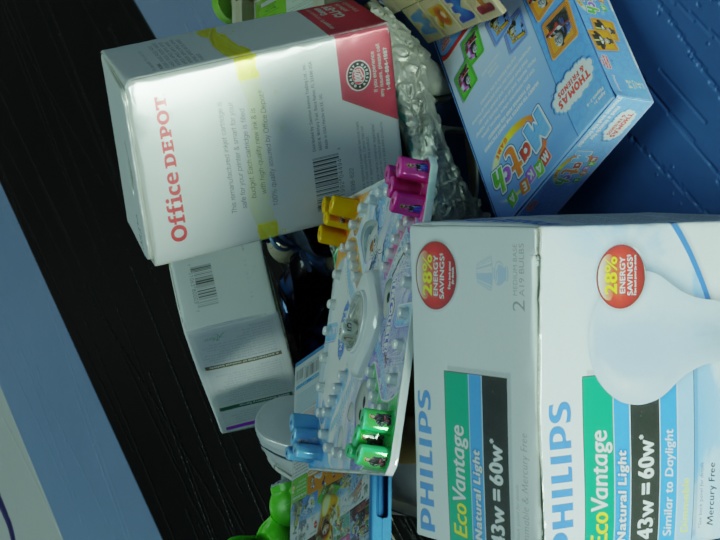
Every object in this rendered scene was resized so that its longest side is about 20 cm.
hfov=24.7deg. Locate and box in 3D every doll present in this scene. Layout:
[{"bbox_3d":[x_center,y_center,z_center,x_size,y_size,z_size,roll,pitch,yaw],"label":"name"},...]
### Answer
[{"bbox_3d":[-0.036,0.036,1.408,0.137,0.048,0.200,116,143,-45],"label":"doll"}]

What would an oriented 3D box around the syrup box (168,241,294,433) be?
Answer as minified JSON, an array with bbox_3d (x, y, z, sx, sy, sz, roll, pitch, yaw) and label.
[{"bbox_3d":[-0.103,0.058,1.397,0.200,0.081,0.079,83,173,-60],"label":"syrup box"}]

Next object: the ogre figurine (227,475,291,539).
[{"bbox_3d":[-0.047,0.255,1.402,0.120,0.098,0.200,29,126,40],"label":"ogre figurine"}]

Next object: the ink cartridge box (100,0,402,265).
[{"bbox_3d":[-0.078,-0.104,1.201,0.083,0.200,0.145,-132,32,-58],"label":"ink cartridge box"}]

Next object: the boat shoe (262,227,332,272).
[{"bbox_3d":[-0.039,-0.043,1.344,0.200,0.084,0.069,-16,67,45],"label":"boat shoe"}]

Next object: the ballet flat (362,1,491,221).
[{"bbox_3d":[0.050,-0.110,1.245,0.072,0.072,0.200,-20,85,55],"label":"ballet flat"}]

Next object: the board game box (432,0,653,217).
[{"bbox_3d":[0.120,-0.148,1.152,0.151,0.037,0.200,-52,43,44],"label":"board game box"}]

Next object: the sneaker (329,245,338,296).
[{"bbox_3d":[0.000,0.000,1.259,0.089,0.077,0.200,52,162,18],"label":"sneaker"}]

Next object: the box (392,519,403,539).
[{"bbox_3d":[0.026,0.271,1.251,0.160,0.049,0.200,56,164,41],"label":"box"}]

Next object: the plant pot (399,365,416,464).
[{"bbox_3d":[0.072,0.047,1.155,0.200,0.027,0.200,-37,27,22],"label":"plant pot"}]

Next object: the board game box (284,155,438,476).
[{"bbox_3d":[-0.004,0.034,1.096,0.200,0.026,0.200,161,119,-73],"label":"board game box"}]

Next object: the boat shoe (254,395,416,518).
[{"bbox_3d":[0.007,0.160,1.316,0.200,0.074,0.065,23,141,30],"label":"boat shoe"}]

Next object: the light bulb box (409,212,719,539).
[{"bbox_3d":[0.146,0.064,1.002,0.125,0.200,0.199,3,96,56],"label":"light bulb box"}]

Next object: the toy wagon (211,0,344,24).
[{"bbox_3d":[-0.060,-0.179,1.316,0.155,0.040,0.200,-15,74,51],"label":"toy wagon"}]

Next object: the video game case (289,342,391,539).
[{"bbox_3d":[-0.015,0.143,1.163,0.143,0.018,0.200,143,133,-57],"label":"video game case"}]

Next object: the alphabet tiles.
[{"bbox_3d":[0.023,-0.235,1.160,0.166,0.006,0.200,50,164,-12],"label":"alphabet tiles"}]
